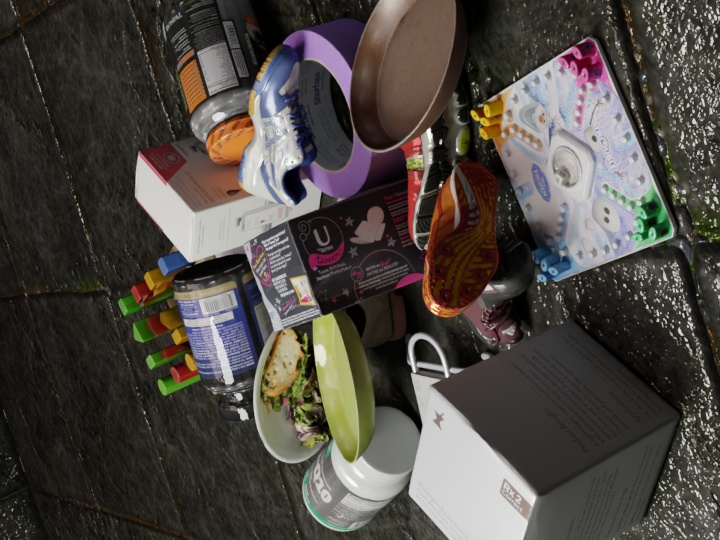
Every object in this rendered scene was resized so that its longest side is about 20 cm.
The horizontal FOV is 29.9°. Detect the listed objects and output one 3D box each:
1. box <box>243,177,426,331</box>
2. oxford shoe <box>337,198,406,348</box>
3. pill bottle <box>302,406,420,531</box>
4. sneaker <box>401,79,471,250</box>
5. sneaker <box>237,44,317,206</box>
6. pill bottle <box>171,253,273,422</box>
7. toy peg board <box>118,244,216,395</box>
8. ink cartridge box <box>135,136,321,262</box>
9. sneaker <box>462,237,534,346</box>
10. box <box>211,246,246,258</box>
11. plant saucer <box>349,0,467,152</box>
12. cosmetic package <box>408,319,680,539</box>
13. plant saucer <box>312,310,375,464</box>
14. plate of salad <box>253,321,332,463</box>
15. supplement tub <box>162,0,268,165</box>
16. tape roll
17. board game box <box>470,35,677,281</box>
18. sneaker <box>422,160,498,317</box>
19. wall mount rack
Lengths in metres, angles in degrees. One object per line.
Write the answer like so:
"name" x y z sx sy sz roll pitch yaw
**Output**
"box" -0.011 -0.022 1.537 0.132 0.199 0.116 -20 89 60
"oxford shoe" 0.000 0.000 1.658 0.071 0.073 0.202 -1 108 58
"pill bottle" 0.003 0.260 1.777 0.114 0.113 0.200 59 148 16
"sneaker" 0.077 -0.124 1.472 0.085 0.076 0.202 30 122 54
"sneaker" -0.083 -0.168 1.584 0.088 0.075 0.201 26 130 18
"pill bottle" -0.167 0.089 1.758 0.112 0.111 0.202 4 113 57
"toy peg board" -0.252 0.072 1.906 0.201 0.097 0.199 61 152 10
"ink cartridge box" -0.169 -0.108 1.740 0.147 0.199 0.083 45 140 34
"sneaker" 0.152 0.030 1.428 0.116 0.075 0.200 58 169 -14
"box" -0.136 0.013 1.868 0.199 0.096 0.178 11 120 57
"plant saucer" 0.053 -0.217 1.406 0.200 0.034 0.202 -30 54 52
"cosmetic package" 0.180 0.187 1.358 0.165 0.199 0.166 44 142 36
"plant saucer" -0.018 0.132 1.636 0.200 0.031 0.202 170 90 -77
"plate of salad" -0.069 0.151 1.759 0.048 0.200 0.202 4 114 34
"supplement tub" -0.169 -0.242 1.700 0.123 0.122 0.201 -50 53 57
"tape roll" -0.022 -0.190 1.586 0.200 0.065 0.202 35 135 44
"board game box" 0.201 -0.100 1.320 0.200 0.026 0.201 -26 85 60
"sneaker" 0.100 -0.022 1.366 0.073 0.201 0.077 24 136 -5
"wall mount rack" 0.098 0.154 1.605 0.173 0.074 0.202 7 114 53
